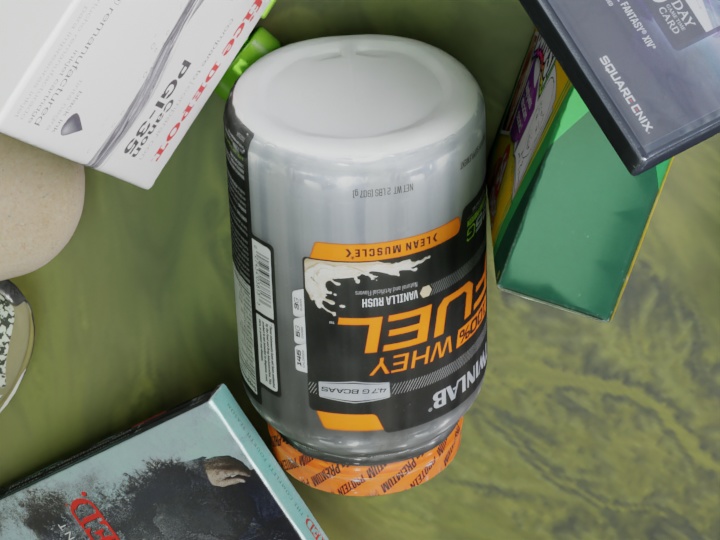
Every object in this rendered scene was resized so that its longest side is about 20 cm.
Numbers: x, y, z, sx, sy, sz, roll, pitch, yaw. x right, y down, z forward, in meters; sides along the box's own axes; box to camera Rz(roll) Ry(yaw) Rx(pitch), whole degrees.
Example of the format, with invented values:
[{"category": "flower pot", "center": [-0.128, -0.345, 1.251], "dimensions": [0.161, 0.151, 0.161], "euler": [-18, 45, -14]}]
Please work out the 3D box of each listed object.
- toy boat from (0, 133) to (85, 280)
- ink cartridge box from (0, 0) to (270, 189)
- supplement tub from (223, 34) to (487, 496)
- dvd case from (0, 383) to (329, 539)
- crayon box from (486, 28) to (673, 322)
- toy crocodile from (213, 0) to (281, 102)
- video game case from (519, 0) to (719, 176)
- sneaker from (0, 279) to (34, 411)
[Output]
[{"category": "toy boat", "center": [-0.237, -0.056, 1.316], "dimensions": [0.199, 0.130, 0.131], "euler": [-15, 111, -38]}, {"category": "ink cartridge box", "center": [-0.113, -0.126, 1.183], "dimensions": [0.083, 0.200, 0.147], "euler": [34, 93, 15]}, {"category": "supplement tub", "center": [0.000, 0.000, 1.304], "dimensions": [0.122, 0.123, 0.201], "euler": [-1, 124, 3]}, {"category": "dvd case", "center": [-0.107, 0.153, 1.387], "dimensions": [0.199, 0.022, 0.146], "euler": [-25, 106, 32]}, {"category": "crayon box", "center": [0.110, -0.092, 1.245], "dimensions": [0.058, 0.200, 0.173], "euler": [17, 107, -4]}, {"category": "toy crocodile", "center": [-0.049, -0.148, 1.314], "dimensions": [0.067, 0.062, 0.200], "euler": [38, 100, -8]}, {"category": "video game case", "center": [0.153, -0.139, 1.122], "dimensions": [0.199, 0.019, 0.143], "euler": [-27, 77, -22]}, {"category": "sneaker", "center": [-0.238, 0.082, 1.370], "dimensions": [0.077, 0.089, 0.200], "euler": [43, 103, -10]}]
